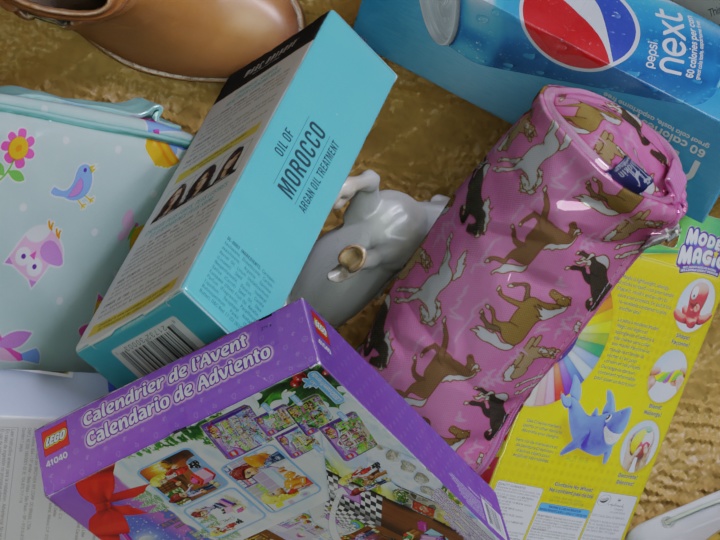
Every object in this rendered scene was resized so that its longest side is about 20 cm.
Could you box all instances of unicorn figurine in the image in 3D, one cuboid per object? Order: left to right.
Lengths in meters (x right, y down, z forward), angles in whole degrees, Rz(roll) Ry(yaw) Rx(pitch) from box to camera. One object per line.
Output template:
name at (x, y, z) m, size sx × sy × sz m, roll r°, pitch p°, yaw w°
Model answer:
unicorn figurine at (0.000, 0.000, 1.248) m, size 0.200 × 0.137 × 0.074 m, roll -28°, pitch 80°, yaw 18°

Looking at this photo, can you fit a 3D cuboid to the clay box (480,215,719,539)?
clay box at (0.110, 0.055, 1.263) m, size 0.115 × 0.048 × 0.201 m, roll 14°, pitch 99°, yaw -43°

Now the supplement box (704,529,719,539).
supplement box at (0.243, 0.198, 1.251) m, size 0.131 × 0.103 × 0.200 m, roll -36°, pitch 139°, yaw -1°

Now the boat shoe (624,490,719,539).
boat shoe at (0.232, 0.117, 1.305) m, size 0.200 × 0.074 × 0.067 m, roll -22°, pitch 60°, yaw -18°

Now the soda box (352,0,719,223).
soda box at (0.100, -0.108, 1.225) m, size 0.200 × 0.068 × 0.064 m, roll 28°, pitch 49°, yaw 6°

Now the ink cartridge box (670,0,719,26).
ink cartridge box at (0.240, -0.121, 1.230) m, size 0.084 × 0.144 × 0.200 m, roll -34°, pitch 102°, yaw -38°

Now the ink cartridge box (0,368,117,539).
ink cartridge box at (-0.165, 0.100, 1.159) m, size 0.199 × 0.042 × 0.120 m, roll 4°, pitch 128°, yaw -10°

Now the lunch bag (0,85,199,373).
lunch bag at (-0.158, -0.012, 1.207) m, size 0.200 × 0.077 × 0.161 m, roll 10°, pitch 94°, yaw -40°

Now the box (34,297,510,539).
box at (-0.034, 0.100, 1.120) m, size 0.137 × 0.039 × 0.200 m, roll -26°, pitch 141°, yaw 14°

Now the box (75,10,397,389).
box at (-0.055, -0.029, 1.158) m, size 0.049 × 0.200 × 0.082 m, roll 44°, pitch 135°, yaw -19°

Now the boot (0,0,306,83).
boot at (-0.117, -0.134, 1.189) m, size 0.199 × 0.155 × 0.074 m, roll 16°, pitch 95°, yaw -8°

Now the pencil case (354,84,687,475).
pencil case at (0.068, 0.011, 1.174) m, size 0.083 × 0.087 × 0.200 m, roll 17°, pitch 120°, yaw -40°
